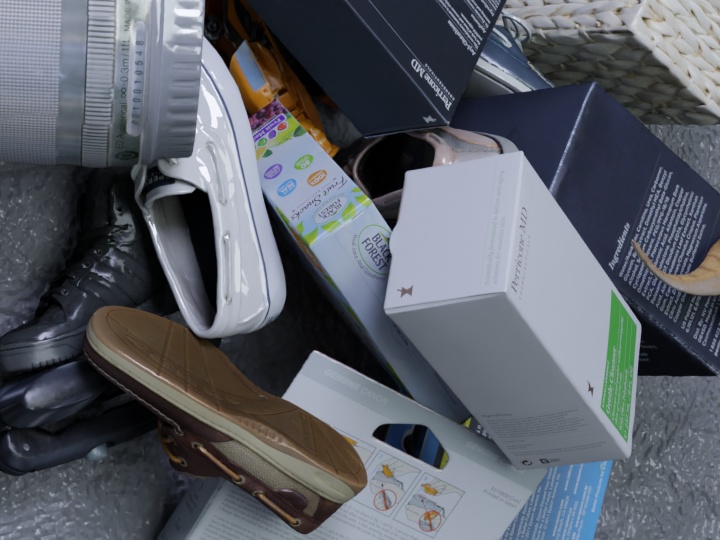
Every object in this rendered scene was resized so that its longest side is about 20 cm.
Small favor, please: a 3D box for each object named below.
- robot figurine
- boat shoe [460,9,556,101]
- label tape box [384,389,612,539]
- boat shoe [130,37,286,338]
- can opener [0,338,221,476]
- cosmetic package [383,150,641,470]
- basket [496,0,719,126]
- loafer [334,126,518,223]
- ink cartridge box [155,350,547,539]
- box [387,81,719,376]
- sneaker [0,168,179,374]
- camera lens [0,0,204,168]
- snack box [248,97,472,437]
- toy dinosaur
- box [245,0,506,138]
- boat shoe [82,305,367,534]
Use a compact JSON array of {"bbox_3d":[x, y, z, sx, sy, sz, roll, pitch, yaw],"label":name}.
[{"bbox_3d":[-0.059,-0.173,1.458,0.145,0.058,0.200,-46,116,-34],"label":"robot figurine"},{"bbox_3d":[0.081,-0.148,1.539,0.200,0.075,0.062,30,62,-3],"label":"boat shoe"},{"bbox_3d":[0.079,0.147,1.562,0.200,0.066,0.143,25,73,-31],"label":"label tape box"},{"bbox_3d":[-0.107,-0.055,1.340,0.066,0.072,0.200,-18,94,-53],"label":"boat shoe"},{"bbox_3d":[-0.150,0.081,1.374,0.200,0.079,0.063,-12,88,-49],"label":"can opener"},{"bbox_3d":[0.097,0.029,1.368,0.200,0.085,0.108,50,40,-47],"label":"cosmetic package"},{"bbox_3d":[0.188,-0.185,1.578,0.136,0.200,0.123,38,70,-33],"label":"basket"},{"bbox_3d":[0.027,-0.069,1.440,0.063,0.200,0.072,11,87,-30],"label":"loafer"},{"bbox_3d":[-0.005,0.153,1.436,0.200,0.044,0.174,28,100,-27],"label":"ink cartridge box"},{"bbox_3d":[0.135,-0.022,1.526,0.200,0.197,0.118,37,66,-33],"label":"box"},{"bbox_3d":[-0.157,-0.014,1.375,0.200,0.060,0.104,-24,99,-38],"label":"sneaker"},{"bbox_3d":[-0.190,-0.140,1.243,0.200,0.160,0.160,3,86,-7],"label":"camera lens"},{"bbox_3d":[0.000,0.000,1.419,0.053,0.142,0.200,-38,131,-4],"label":"snack box"},{"bbox_3d":[0.248,0.002,1.467,0.200,0.060,0.106,-29,82,-44],"label":"toy dinosaur"},{"bbox_3d":[-0.001,-0.201,1.384,0.200,0.079,0.141,48,51,-33],"label":"box"},{"bbox_3d":[-0.092,0.096,1.332,0.200,0.072,0.072,33,23,-24],"label":"boat shoe"}]
